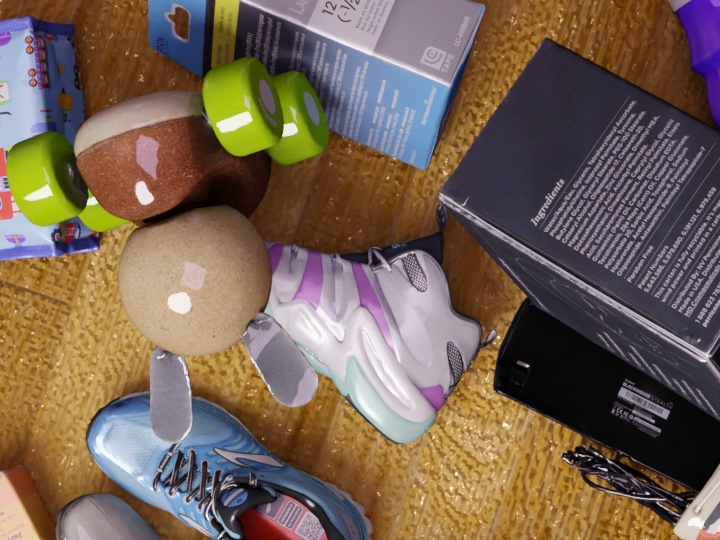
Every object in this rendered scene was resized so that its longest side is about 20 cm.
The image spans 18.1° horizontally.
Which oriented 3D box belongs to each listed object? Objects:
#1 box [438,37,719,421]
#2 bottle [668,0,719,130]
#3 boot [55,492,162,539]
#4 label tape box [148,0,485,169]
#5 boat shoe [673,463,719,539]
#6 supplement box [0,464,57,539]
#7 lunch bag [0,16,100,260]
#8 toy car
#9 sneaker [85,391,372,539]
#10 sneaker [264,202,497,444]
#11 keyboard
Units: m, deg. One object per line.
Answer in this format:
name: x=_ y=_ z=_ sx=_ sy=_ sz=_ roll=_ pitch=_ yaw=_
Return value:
box: x=0.181 y=-0.012 z=1.352 sx=0.196 sy=0.200 sz=0.124 roll=31 pitch=84 yaw=28
bottle: x=0.264 y=-0.103 z=1.442 sx=0.065 sy=0.083 sz=0.201 roll=-32 pitch=88 yaw=40
boot: x=-0.096 y=0.208 z=1.425 sx=0.200 sy=0.130 sz=0.068 roll=54 pitch=49 yaw=-3
label tape box: x=-0.031 y=-0.150 z=1.419 sx=0.199 sy=0.143 sz=0.066 roll=24 pitch=71 yaw=3
boat shoe: x=0.262 y=0.092 z=1.433 sx=0.062 sy=0.071 sz=0.201 roll=23 pitch=75 yaw=9
supplement box: x=-0.207 y=0.229 z=1.464 sx=0.069 sy=0.067 sz=0.201 roll=-29 pitch=87 yaw=2
lunch bag: x=-0.283 y=-0.075 z=1.468 sx=0.199 sy=0.094 sz=0.152 roll=-6 pitch=91 yaw=11
toy car: x=-0.095 y=-0.005 z=1.366 sx=0.163 sy=0.158 sz=0.201 roll=-18 pitch=83 yaw=17
sneaker: x=-0.083 y=0.136 z=1.448 sx=0.199 sy=0.090 sz=0.079 roll=25 pitch=90 yaw=3
sneaker: x=0.000 y=0.000 z=1.462 sx=0.200 sy=0.078 sz=0.140 roll=42 pitch=86 yaw=-2
keyboard: x=0.175 y=0.103 z=1.475 sx=0.199 sy=0.040 sz=0.104 roll=27 pitch=67 yaw=3
